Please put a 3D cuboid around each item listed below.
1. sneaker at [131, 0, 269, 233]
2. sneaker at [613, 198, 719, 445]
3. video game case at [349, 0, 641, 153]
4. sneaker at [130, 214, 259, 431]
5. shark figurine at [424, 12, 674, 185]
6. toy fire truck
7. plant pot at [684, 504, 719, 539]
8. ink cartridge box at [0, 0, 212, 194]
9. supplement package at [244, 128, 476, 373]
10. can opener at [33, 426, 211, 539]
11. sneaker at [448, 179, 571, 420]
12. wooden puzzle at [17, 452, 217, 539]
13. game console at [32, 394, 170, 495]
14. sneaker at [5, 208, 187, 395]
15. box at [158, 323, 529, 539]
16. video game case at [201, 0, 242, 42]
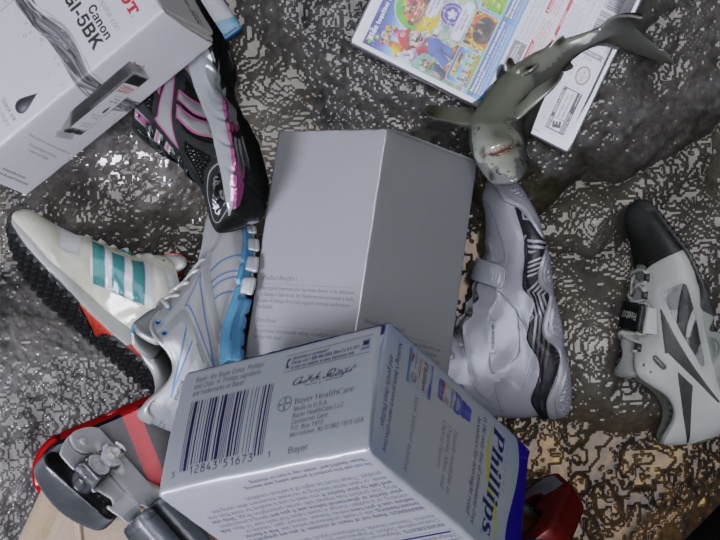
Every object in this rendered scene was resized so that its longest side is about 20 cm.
[{"bbox_3d":[-0.133,-0.110,1.511,0.086,0.080,0.201,-22,58,11],"label":"sneaker"},{"bbox_3d":[0.236,0.045,1.539,0.088,0.074,0.201,-20,88,-4],"label":"sneaker"},{"bbox_3d":[0.110,-0.203,1.568,0.199,0.018,0.144,26,88,-4],"label":"video game case"},{"bbox_3d":[-0.130,0.033,1.479,0.086,0.075,0.201,13,62,-16],"label":"sneaker"},{"bbox_3d":[0.143,-0.127,1.536,0.214,0.128,0.090,-45,127,-28],"label":"shark figurine"},{"bbox_3d":[0.087,0.232,1.475,0.199,0.168,0.112,-34,99,-2],"label":"toy fire truck"},{"bbox_3d":[0.296,0.301,1.479,0.177,0.200,0.200,-36,89,9],"label":"plant pot"},{"bbox_3d":[-0.235,-0.180,1.490,0.200,0.083,0.147,-38,67,13],"label":"ink cartridge box"},{"bbox_3d":[0.000,0.000,1.487,0.116,0.117,0.201,3,81,43],"label":"supplement package"},{"bbox_3d":[-0.159,0.200,1.471,0.200,0.053,0.067,44,123,6],"label":"can opener"},{"bbox_3d":[0.096,0.028,1.536,0.114,0.075,0.201,-12,91,-4],"label":"sneaker"},{"bbox_3d":[-0.180,0.259,1.508,0.199,0.046,0.186,25,87,4],"label":"wooden puzzle"},{"bbox_3d":[-0.154,0.202,1.552,0.176,0.031,0.201,-22,89,-8],"label":"game console"},{"bbox_3d":[-0.191,0.010,1.545,0.200,0.070,0.093,42,67,5],"label":"sneaker"},{"bbox_3d":[-0.007,0.145,1.386,0.183,0.200,0.105,-14,50,31],"label":"box"},{"bbox_3d":[-0.210,-0.236,1.569,0.143,0.018,0.200,-35,89,-3],"label":"video game case"}]
